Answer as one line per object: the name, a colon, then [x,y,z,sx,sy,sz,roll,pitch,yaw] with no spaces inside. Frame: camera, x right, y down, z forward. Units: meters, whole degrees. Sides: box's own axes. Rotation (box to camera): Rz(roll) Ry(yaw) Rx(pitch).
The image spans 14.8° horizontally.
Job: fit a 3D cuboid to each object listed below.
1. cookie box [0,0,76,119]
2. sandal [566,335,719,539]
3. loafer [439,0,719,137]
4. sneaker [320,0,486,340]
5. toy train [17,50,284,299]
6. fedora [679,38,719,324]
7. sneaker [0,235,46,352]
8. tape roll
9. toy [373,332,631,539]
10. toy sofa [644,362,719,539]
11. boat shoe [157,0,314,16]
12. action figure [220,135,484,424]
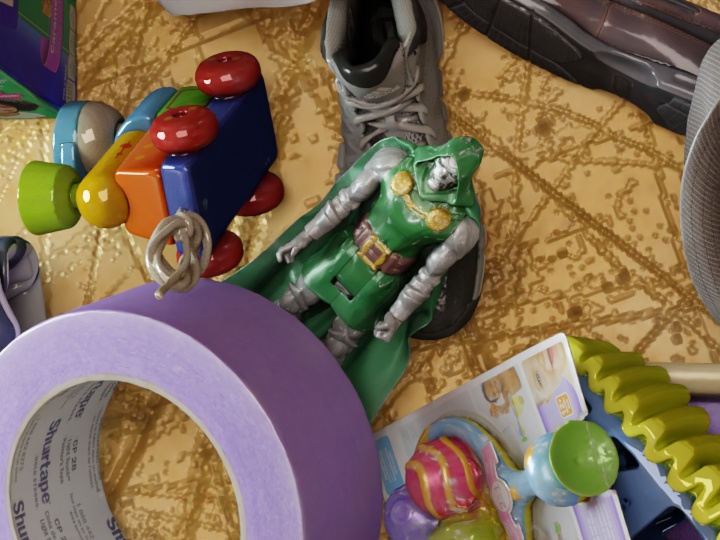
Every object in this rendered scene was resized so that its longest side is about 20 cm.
cookie box: [-0.202,-0.175,1.390,0.075,0.200,0.171,-2,83,9]
sandal: [0.140,0.113,1.288,0.087,0.079,0.200,-50,59,22]
loafer: [0.129,-0.126,1.404,0.200,0.072,0.063,28,75,5]
sneaker: [0.012,-0.066,1.385,0.075,0.115,0.200,-12,81,8]
toy train: [-0.120,-0.036,1.372,0.116,0.200,0.085,-2,116,19]
fedora: [0.215,-0.055,1.326,0.177,0.200,0.090,-39,35,-5]
sneaker: [-0.250,-0.007,1.433,0.146,0.077,0.202,-32,89,16]
tape roll: [-0.095,0.109,1.359,0.200,0.085,0.200,6,104,26]
toy: [0.051,0.113,1.323,0.047,0.200,0.115,-11,78,-33]
toy sofa: [0.175,0.145,1.342,0.083,0.098,0.200,1,84,10]
boat shoe: [-0.050,-0.175,1.380,0.200,0.071,0.072,-10,36,44]
action figure: [0.000,0.000,1.362,0.118,0.055,0.200,41,126,2]
